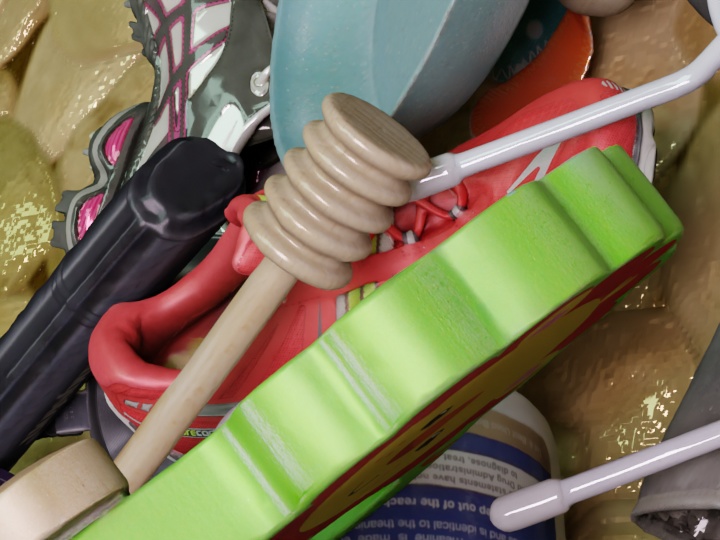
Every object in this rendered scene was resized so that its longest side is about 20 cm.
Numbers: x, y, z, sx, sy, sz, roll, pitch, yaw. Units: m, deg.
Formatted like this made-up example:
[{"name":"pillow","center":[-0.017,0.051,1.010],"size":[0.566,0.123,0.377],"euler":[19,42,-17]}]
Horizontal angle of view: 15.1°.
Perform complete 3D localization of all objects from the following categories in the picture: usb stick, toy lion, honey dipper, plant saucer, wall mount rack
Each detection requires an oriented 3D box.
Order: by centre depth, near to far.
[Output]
[{"name":"toy lion","center":[-0.007,0.044,0.673],"size":[0.192,0.200,0.069],"euler":[-37,82,-13]},{"name":"wall mount rack","center":[0.095,-0.024,0.729],"size":[0.174,0.075,0.200],"euler":[-49,42,38]},{"name":"honey dipper","center":[-0.049,0.036,0.802],"size":[0.200,0.038,0.038],"euler":[-55,41,19]},{"name":"plant saucer","center":[0.025,-0.120,0.888],"size":[0.200,0.036,0.200],"euler":[-164,90,-72]},{"name":"usb stick","center":[-0.103,0.025,0.923],"size":[0.200,0.033,0.055],"euler":[-46,1,39]}]

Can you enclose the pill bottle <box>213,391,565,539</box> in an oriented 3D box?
[{"name":"pill bottle","center":[0.009,0.137,0.790],"size":[0.111,0.111,0.200],"euler":[-25,51,32]}]

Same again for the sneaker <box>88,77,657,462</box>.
[{"name":"sneaker","center":[0.000,0.000,0.832],"size":[0.200,0.085,0.077],"euler":[-33,41,22]}]

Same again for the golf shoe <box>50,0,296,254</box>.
[{"name":"golf shoe","center":[-0.044,-0.079,1.004],"size":[0.088,0.077,0.200],"euler":[6,80,38]}]

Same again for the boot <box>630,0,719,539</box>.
[{"name":"boot","center":[0.129,-0.011,0.789],"size":[0.182,0.073,0.200],"euler":[13,78,48]}]

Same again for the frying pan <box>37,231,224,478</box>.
[{"name":"frying pan","center":[-0.084,0.034,0.963],"size":[0.190,0.031,0.115],"euler":[18,102,34]}]

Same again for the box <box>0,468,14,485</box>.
[{"name":"box","center":[-0.120,0.161,0.875],"size":[0.104,0.148,0.200],"euler":[-46,44,13]}]

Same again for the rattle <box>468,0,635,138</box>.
[{"name":"rattle","center":[0.120,-0.135,0.906],"size":[0.130,0.143,0.200],"euler":[29,116,60]}]
